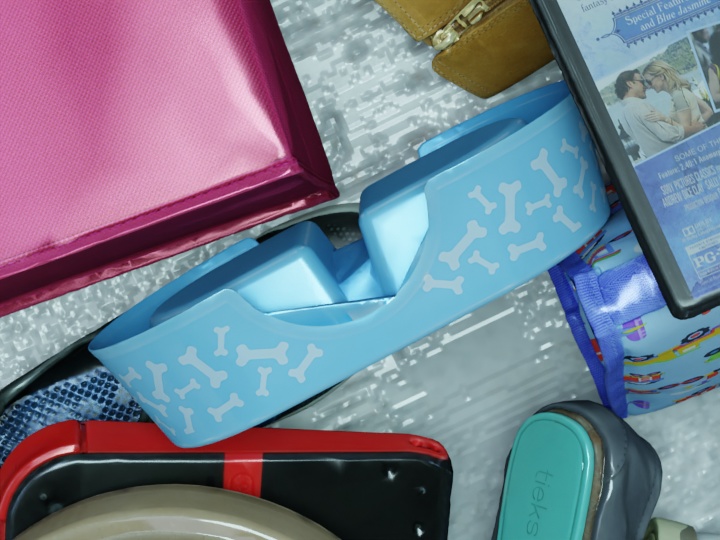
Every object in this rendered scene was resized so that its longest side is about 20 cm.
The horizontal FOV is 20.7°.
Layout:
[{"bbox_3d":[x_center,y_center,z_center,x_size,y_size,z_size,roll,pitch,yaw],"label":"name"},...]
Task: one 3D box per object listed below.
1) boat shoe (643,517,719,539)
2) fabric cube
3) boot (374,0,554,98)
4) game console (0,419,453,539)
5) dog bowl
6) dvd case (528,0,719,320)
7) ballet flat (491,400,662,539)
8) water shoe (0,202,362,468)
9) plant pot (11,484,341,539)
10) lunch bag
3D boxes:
[{"bbox_3d":[0.133,0.189,0.736,0.068,0.075,0.201,13,58,-4],"label":"boat shoe"},{"bbox_3d":[-0.132,-0.094,0.737,0.195,0.200,0.201,-20,89,2],"label":"fabric cube"},{"bbox_3d":[0.103,-0.116,0.788,0.200,0.071,0.144,31,122,-27],"label":"boot"},{"bbox_3d":[-0.058,0.157,0.772,0.175,0.031,0.202,2,106,-10],"label":"game console"},{"bbox_3d":[0.000,0.000,0.706,0.199,0.112,0.050,-27,99,5],"label":"dog bowl"},{"bbox_3d":[0.124,-0.101,0.626,0.142,0.018,0.201,-22,74,-1],"label":"dvd case"},{"bbox_3d":[0.071,0.149,0.764,0.072,0.073,0.202,17,94,4],"label":"ballet flat"},{"bbox_3d":[-0.066,0.040,0.786,0.199,0.079,0.072,-32,87,2],"label":"water shoe"},{"bbox_3d":[-0.069,0.186,0.701,0.199,0.093,0.203,1,104,3],"label":"plant pot"},{"bbox_3d":[0.147,-0.010,0.713,0.150,0.200,0.095,-24,87,2],"label":"lunch bag"}]
